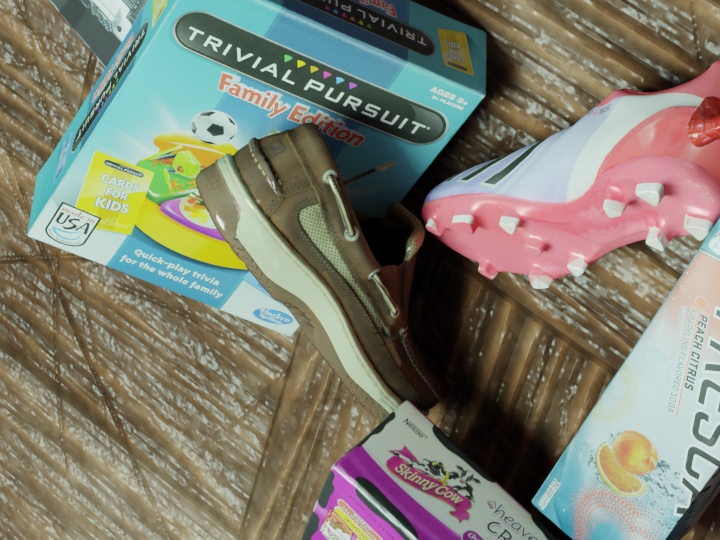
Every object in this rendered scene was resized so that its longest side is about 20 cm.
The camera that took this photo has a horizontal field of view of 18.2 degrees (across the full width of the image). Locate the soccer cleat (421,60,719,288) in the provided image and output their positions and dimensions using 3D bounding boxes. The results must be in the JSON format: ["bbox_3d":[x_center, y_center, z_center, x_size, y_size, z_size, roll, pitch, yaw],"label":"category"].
[{"bbox_3d":[0.103,-0.043,1.020,0.067,0.077,0.200,37,156,-23],"label":"soccer cleat"}]

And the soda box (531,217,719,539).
[{"bbox_3d":[0.156,0.048,0.997,0.064,0.068,0.200,40,130,16],"label":"soda box"}]

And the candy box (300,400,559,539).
[{"bbox_3d":[0.031,0.174,1.132,0.136,0.061,0.200,42,145,14],"label":"candy box"}]

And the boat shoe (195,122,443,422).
[{"bbox_3d":[0.002,0.004,1.075,0.075,0.202,0.075,-34,49,5],"label":"boat shoe"}]

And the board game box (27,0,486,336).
[{"bbox_3d":[-0.053,-0.064,1.086,0.150,0.047,0.200,21,135,-19],"label":"board game box"}]

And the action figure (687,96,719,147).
[{"bbox_3d":[0.223,-0.074,0.852,0.199,0.052,0.066,-19,101,39],"label":"action figure"}]

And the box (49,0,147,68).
[{"bbox_3d":[-0.070,-0.167,1.114,0.158,0.050,0.200,50,133,12],"label":"box"}]
